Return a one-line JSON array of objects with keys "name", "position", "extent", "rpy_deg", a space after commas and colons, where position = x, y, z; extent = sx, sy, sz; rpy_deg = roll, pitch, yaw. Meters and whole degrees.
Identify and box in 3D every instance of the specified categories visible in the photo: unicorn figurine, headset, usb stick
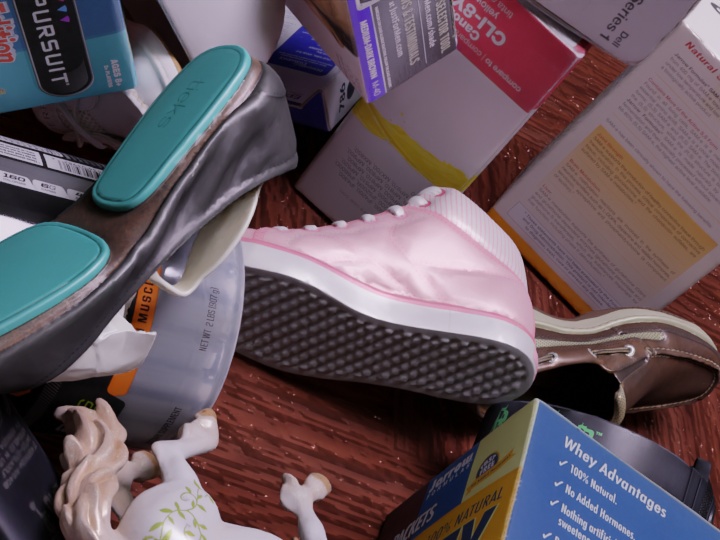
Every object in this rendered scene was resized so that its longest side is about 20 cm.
[{"name": "unicorn figurine", "position": [-0.033, 0.121, 0.572], "extent": [0.198, 0.075, 0.138], "rpy_deg": [12, 20, -12]}, {"name": "headset", "position": [0.144, 0.115, 0.786], "extent": [0.200, 0.123, 0.095], "rpy_deg": [47, 60, -45]}, {"name": "usb stick", "position": [-0.116, 0.128, 0.565], "extent": [0.201, 0.032, 0.056], "rpy_deg": [62, 21, -16]}]

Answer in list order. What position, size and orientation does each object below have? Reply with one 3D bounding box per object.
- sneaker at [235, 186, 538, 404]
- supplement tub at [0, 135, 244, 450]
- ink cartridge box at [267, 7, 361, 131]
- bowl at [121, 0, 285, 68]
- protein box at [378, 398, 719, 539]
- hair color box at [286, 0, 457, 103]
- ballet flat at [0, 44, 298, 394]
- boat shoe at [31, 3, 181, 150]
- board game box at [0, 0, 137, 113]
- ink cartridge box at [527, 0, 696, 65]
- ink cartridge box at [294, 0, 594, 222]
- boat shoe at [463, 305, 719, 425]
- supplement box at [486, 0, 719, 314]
[{"name": "sneaker", "position": [0.000, 0.000, 0.765], "extent": [0.198, 0.076, 0.105], "rpy_deg": [14, 48, -7]}, {"name": "supplement tub", "position": [-0.160, 0.004, 0.614], "extent": [0.198, 0.123, 0.124], "rpy_deg": [14, 50, -30]}, {"name": "ink cartridge box", "position": [-0.037, -0.137, 0.860], "extent": [0.098, 0.040, 0.200], "rpy_deg": [17, 37, 18]}, {"name": "bowl", "position": [-0.112, -0.194, 0.717], "extent": [0.200, 0.074, 0.201], "rpy_deg": [42, -18, 55]}, {"name": "protein box", "position": [0.098, 0.212, 0.652], "extent": [0.198, 0.135, 0.201], "rpy_deg": [35, 42, -11]}, {"name": "hair color box", "position": [-0.033, -0.195, 0.730], "extent": [0.064, 0.110, 0.200], "rpy_deg": [-33, 61, -11]}, {"name": "ballet flat", "position": [-0.093, -0.003, 0.547], "extent": [0.200, 0.068, 0.069], "rpy_deg": [-44, 128, -20]}, {"name": "boat shoe", "position": [-0.132, -0.090, 0.720], "extent": [0.069, 0.071, 0.200], "rpy_deg": [-28, 39, -15]}, {"name": "board game box", "position": [-0.202, -0.120, 0.591], "extent": [0.198, 0.151, 0.047], "rpy_deg": [-11, 61, -7]}, {"name": "ink cartridge box", "position": [0.159, -0.227, 0.742], "extent": [0.084, 0.146, 0.201], "rpy_deg": [30, 42, -11]}, {"name": "ink cartridge box", "position": [0.064, -0.114, 0.837], "extent": [0.083, 0.200, 0.145], "rpy_deg": [40, 41, -1]}, {"name": "boat shoe", "position": [0.136, 0.069, 0.843], "extent": [0.200, 0.075, 0.075], "rpy_deg": [4, 39, -25]}, {"name": "supplement box", "position": [0.191, -0.062, 0.899], "extent": [0.126, 0.200, 0.074], "rpy_deg": [45, 41, -1]}]
